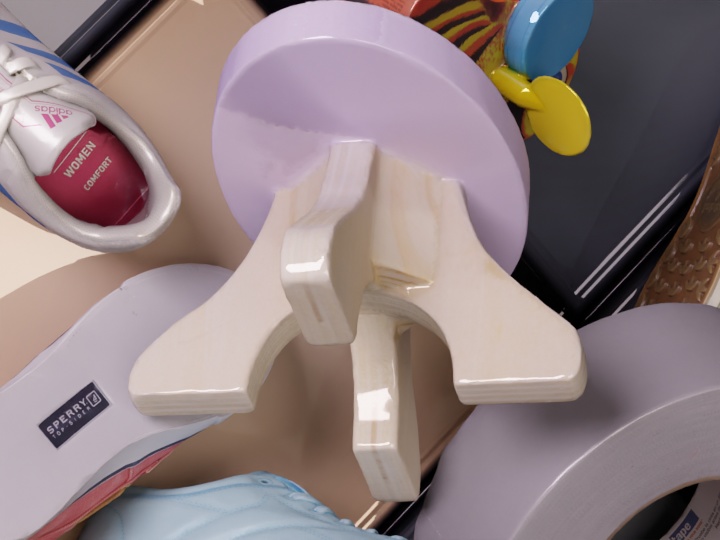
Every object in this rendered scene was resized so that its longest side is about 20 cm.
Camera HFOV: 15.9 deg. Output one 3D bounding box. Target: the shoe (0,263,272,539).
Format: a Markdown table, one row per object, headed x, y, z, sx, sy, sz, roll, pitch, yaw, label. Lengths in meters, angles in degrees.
| x | y | z | sx | sy | sz | roll | pitch | yaw | label |
| --- | --- | --- | --- | --- | --- | --- | --- | --- | --- |
| -0.123 | 0.068 | 1.078 | 0.072 | 0.091 | 0.200 | 53 | 48 | 1 | shoe |

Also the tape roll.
| x | y | z | sx | sy | sz | roll | pitch | yaw | label |
| --- | --- | --- | --- | --- | --- | --- | --- | --- | --- |
| 0.124 | 0.115 | 1.134 | 0.199 | 0.066 | 0.201 | -15 | 128 | -20 | tape roll |

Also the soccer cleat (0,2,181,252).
| x | y | z | sx | sy | sz | roll | pitch | yaw | label |
| --- | --- | --- | --- | --- | --- | --- | --- | --- | --- |
| -0.151 | -0.077 | 1.035 | 0.200 | 0.086 | 0.070 | 36 | 84 | -21 | soccer cleat |

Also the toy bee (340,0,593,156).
| x | y | z | sx | sy | sz | roll | pitch | yaw | label |
| --- | --- | --- | --- | --- | --- | --- | --- | --- | --- |
| 0.062 | -0.087 | 1.107 | 0.199 | 0.131 | 0.109 | 1 | 121 | -32 | toy bee |

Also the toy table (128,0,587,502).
| x | y | z | sx | sy | sz | roll | pitch | yaw | label |
| --- | --- | --- | --- | --- | --- | --- | --- | --- | --- |
| 0.000 | 0.000 | 1.040 | 0.200 | 0.183 | 0.118 | 52 | 35 | -49 | toy table |

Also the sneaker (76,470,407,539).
| x | y | z | sx | sy | sz | roll | pitch | yaw | label |
| --- | --- | --- | --- | --- | --- | --- | --- | --- | --- |
| -0.027 | 0.116 | 1.072 | 0.199 | 0.082 | 0.074 | 4 | 140 | 13 | sneaker |

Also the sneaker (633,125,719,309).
| x | y | z | sx | sy | sz | roll | pitch | yaw | label |
| --- | --- | --- | --- | --- | --- | --- | --- | --- | --- |
| 0.192 | -0.004 | 1.185 | 0.090 | 0.067 | 0.201 | 26 | 86 | -19 | sneaker |
